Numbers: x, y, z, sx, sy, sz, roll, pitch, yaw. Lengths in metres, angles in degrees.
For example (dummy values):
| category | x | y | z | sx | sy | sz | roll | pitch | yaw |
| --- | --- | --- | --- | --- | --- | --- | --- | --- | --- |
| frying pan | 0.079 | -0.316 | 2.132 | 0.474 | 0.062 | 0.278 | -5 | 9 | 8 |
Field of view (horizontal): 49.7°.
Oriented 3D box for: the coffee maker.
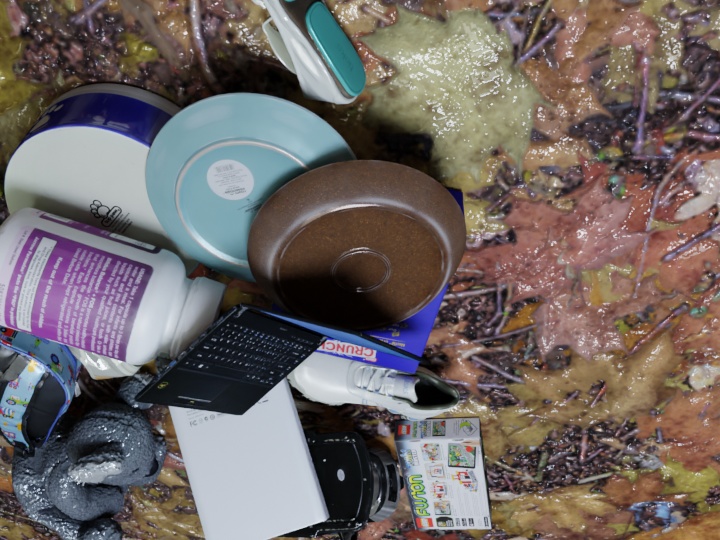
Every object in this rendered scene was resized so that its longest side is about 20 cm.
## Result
| category | x | y | z | sx | sy | sz | roll | pitch | yaw |
| --- | --- | --- | --- | --- | --- | --- | --- | --- | --- |
| coffee maker | -0.057 | 0.252 | 0.941 | 0.192 | 0.135 | 0.200 | 17 | 167 | 16 |

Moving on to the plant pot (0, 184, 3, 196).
| category | x | y | z | sx | sy | sz | roll | pitch | yaw |
| --- | --- | --- | --- | --- | --- | --- | --- | --- | --- |
| plant pot | -0.486 | -0.056 | 0.746 | 0.199 | 0.182 | 0.200 | -29 | 121 | 29 |

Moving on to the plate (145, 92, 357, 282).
| category | x | y | z | sx | sy | sz | roll | pitch | yaw |
| --- | --- | --- | --- | --- | --- | --- | --- | --- | --- |
| plate | -0.094 | -0.061 | 0.689 | 0.200 | 0.026 | 0.200 | 3 | 129 | 4 |

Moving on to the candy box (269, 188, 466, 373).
| category | x | y | z | sx | sy | sz | roll | pitch | yaw |
| --- | --- | --- | --- | --- | --- | --- | --- | --- | --- |
| candy box | 0.000 | 0.000 | 0.795 | 0.169 | 0.077 | 0.200 | 12 | 129 | -4 |

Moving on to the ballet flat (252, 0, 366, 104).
| category | x | y | z | sx | sy | sz | roll | pitch | yaw |
| --- | --- | --- | --- | --- | --- | --- | --- | --- | --- |
| ballet flat | -0.062 | -0.219 | 0.634 | 0.069 | 0.070 | 0.200 | -15 | 127 | 19 |

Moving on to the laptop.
| category | x | y | z | sx | sy | sz | roll | pitch | yaw |
| --- | --- | --- | --- | --- | --- | --- | --- | --- | --- |
| laptop | -0.064 | 0.099 | 0.714 | 0.200 | 0.103 | 0.177 | -42 | 153 | 9 |

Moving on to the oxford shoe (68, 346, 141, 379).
| category | x | y | z | sx | sy | sz | roll | pitch | yaw |
| --- | --- | --- | --- | --- | --- | --- | --- | --- | --- |
| oxford shoe | -0.308 | 0.034 | 0.830 | 0.058 | 0.075 | 0.200 | -30 | 95 | 9 |

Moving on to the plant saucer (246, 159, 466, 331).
| category | x | y | z | sx | sy | sz | roll | pitch | yaw |
| --- | --- | --- | --- | --- | --- | --- | --- | --- | --- |
| plant saucer | -0.001 | -0.008 | 0.696 | 0.200 | 0.035 | 0.200 | -4 | 136 | -4 |

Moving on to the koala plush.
| category | x | y | z | sx | sy | sz | roll | pitch | yaw |
| --- | --- | --- | --- | --- | --- | --- | --- | --- | --- |
| koala plush | -0.325 | 0.229 | 0.967 | 0.184 | 0.177 | 0.200 | 35 | 132 | -13 |

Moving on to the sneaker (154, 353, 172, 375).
| category | x | y | z | sx | sy | sz | roll | pitch | yaw |
| --- | --- | --- | --- | --- | --- | --- | --- | --- | --- |
| sneaker | -0.223 | 0.077 | 0.890 | 0.114 | 0.076 | 0.199 | -34 | 124 | 23 |

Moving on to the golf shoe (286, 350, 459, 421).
| category | x | y | z | sx | sy | sz | roll | pitch | yaw |
| --- | --- | --- | --- | --- | --- | --- | --- | --- | --- |
| golf shoe | 0.020 | 0.118 | 0.861 | 0.200 | 0.078 | 0.097 | 15 | 166 | -27 |

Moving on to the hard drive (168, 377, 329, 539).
| category | x | y | z | sx | sy | sz | roll | pitch | yaw |
| --- | --- | --- | --- | --- | --- | --- | --- | --- | --- |
| hard drive | -0.126 | 0.187 | 0.837 | 0.132 | 0.200 | 0.027 | -19 | 170 | 6 |

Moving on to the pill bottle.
| category | x | y | z | sx | sy | sz | roll | pitch | yaw |
| --- | --- | --- | --- | --- | --- | --- | --- | --- | --- |
| pill bottle | -0.231 | 0.023 | 0.719 | 0.200 | 0.112 | 0.112 | 18 | 130 | -7 |

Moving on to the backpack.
| category | x | y | z | sx | sy | sz | roll | pitch | yaw |
| --- | --- | --- | --- | --- | --- | --- | --- | --- | --- |
| backpack | -0.400 | 0.098 | 0.877 | 0.182 | 0.135 | 0.200 | 30 | 137 | -15 |

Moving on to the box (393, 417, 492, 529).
| category | x | y | z | sx | sy | sz | roll | pitch | yaw |
| --- | --- | --- | --- | --- | --- | --- | --- | --- | --- |
| box | 0.113 | 0.275 | 1.037 | 0.110 | 0.035 | 0.200 | -4 | 129 | 11 |

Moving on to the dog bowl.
| category | x | y | z | sx | sy | sz | roll | pitch | yaw |
| --- | --- | --- | --- | --- | --- | --- | --- | --- | --- |
| dog bowl | -0.235 | -0.075 | 0.762 | 0.200 | 0.079 | 0.200 | 4 | 130 | 4 |
